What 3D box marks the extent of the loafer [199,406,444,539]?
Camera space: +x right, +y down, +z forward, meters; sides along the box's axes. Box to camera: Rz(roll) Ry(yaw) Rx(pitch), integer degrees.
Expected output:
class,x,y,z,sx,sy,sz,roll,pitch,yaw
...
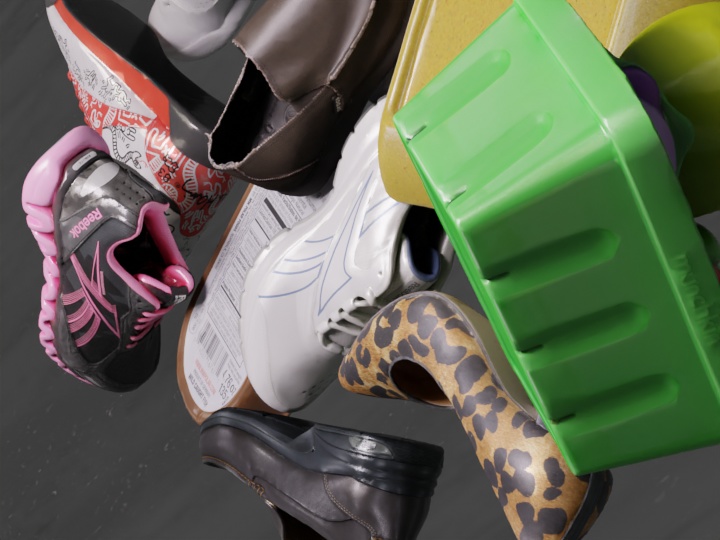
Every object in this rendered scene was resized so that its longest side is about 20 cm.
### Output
class,x,y,z,sx,sy,sz,roll,pitch,yaw
loafer,-0.032,0.115,1.572,0.200,0.073,0.073,6,85,61

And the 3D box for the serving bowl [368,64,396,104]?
class,x,y,z,sx,sy,sz,roll,pitch,yaw
serving bowl,0.028,-0.187,1.627,0.200,0.066,0.201,-36,45,47

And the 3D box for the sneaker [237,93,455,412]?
class,x,y,z,sx,sy,sz,roll,pitch,yaw
sneaker,0.000,0.000,1.577,0.200,0.074,0.087,-59,37,25

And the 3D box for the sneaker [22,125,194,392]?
class,x,y,z,sx,sy,sz,roll,pitch,yaw
sneaker,-0.138,0.010,1.748,0.095,0.200,0.079,26,57,26

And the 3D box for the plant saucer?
class,x,y,z,sx,sy,sz,roll,pitch,yaw
plant saucer,0.091,-0.123,1.457,0.199,0.048,0.201,13,85,46

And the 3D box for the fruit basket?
class,x,y,z,sx,sy,sz,roll,pitch,yaw
fruit basket,0.137,-0.039,1.287,0.216,0.215,0.156,-60,32,22

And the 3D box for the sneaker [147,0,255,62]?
class,x,y,z,sx,sy,sz,roll,pitch,yaw
sneaker,-0.098,-0.197,1.823,0.200,0.088,0.076,-40,44,51

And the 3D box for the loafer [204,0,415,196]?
class,x,y,z,sx,sy,sz,roll,pitch,yaw
loafer,-0.026,-0.118,1.575,0.073,0.071,0.201,49,131,36

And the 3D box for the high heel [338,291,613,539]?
class,x,y,z,sx,sy,sz,roll,pitch,yaw
high heel,0.045,0.084,1.448,0.200,0.071,0.143,-13,57,47

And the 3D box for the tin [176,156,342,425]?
class,x,y,z,sx,sy,sz,roll,pitch,yaw
tin,-0.045,0.003,1.685,0.201,0.042,0.112,-62,35,19

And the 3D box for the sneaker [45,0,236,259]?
class,x,y,z,sx,sy,sz,roll,pitch,yaw
sneaker,-0.153,-0.089,1.844,0.201,0.067,0.108,43,116,37
